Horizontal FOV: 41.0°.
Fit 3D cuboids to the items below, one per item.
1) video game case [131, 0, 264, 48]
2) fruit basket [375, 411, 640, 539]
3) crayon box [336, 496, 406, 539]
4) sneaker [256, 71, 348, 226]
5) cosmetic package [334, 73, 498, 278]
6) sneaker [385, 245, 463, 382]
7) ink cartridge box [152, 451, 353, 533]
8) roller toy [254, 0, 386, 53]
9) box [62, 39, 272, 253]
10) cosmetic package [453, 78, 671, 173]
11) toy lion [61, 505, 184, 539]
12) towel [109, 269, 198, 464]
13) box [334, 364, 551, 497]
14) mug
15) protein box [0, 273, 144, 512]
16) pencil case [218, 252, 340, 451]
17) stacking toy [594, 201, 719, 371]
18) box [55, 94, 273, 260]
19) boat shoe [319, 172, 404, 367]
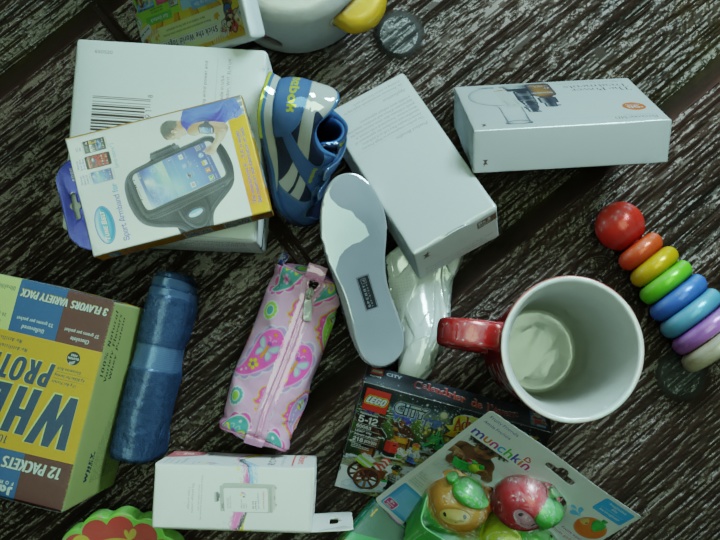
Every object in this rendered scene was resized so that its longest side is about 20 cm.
[{"bbox_3d":[-0.185,-0.315,1.004,0.023,0.200,0.183,-22,104,-41],"label":"video game case"},{"bbox_3d":[0.137,0.240,0.944,0.185,0.200,0.094,36,44,-10],"label":"fruit basket"},{"bbox_3d":[-0.006,0.356,1.020,0.119,0.058,0.200,41,85,2],"label":"crayon box"},{"bbox_3d":[-0.052,-0.116,0.997,0.082,0.200,0.074,2,54,8],"label":"sneaker"},{"bbox_3d":[0.054,-0.102,1.022,0.101,0.074,0.200,-28,65,-3],"label":"cosmetic package"},{"bbox_3d":[0.054,0.026,1.050,0.099,0.078,0.201,11,76,7],"label":"sneaker"},{"bbox_3d":[-0.106,0.228,1.001,0.199,0.116,0.068,3,86,-2],"label":"ink cartridge box"},{"bbox_3d":[-0.074,-0.337,1.040,0.182,0.140,0.201,-12,86,-2],"label":"roller toy"},{"bbox_3d":[-0.195,-0.125,1.023,0.199,0.131,0.200,3,86,-1],"label":"box"},{"bbox_3d":[0.207,-0.157,1.023,0.199,0.151,0.052,-4,119,-2],"label":"cosmetic package"},{"bbox_3d":[-0.230,0.350,1.003,0.199,0.069,0.192,21,92,0],"label":"toy lion"},{"bbox_3d":[-0.212,0.102,1.012,0.048,0.112,0.201,13,85,-1],"label":"towel"},{"bbox_3d":[0.084,0.190,1.016,0.199,0.038,0.137,15,115,0],"label":"box"},{"bbox_3d":[0.176,0.067,0.978,0.177,0.200,0.134,37,86,3],"label":"mug"},{"bbox_3d":[-0.310,0.116,0.965,0.134,0.200,0.199,13,85,0],"label":"protein box"},{"bbox_3d":[-0.082,0.089,1.030,0.087,0.087,0.201,21,86,1],"label":"pencil case"},{"bbox_3d":[0.331,0.009,1.054,0.085,0.085,0.200,-36,80,-4],"label":"stacking toy"},{"bbox_3d":[-0.195,-0.087,0.935,0.199,0.041,0.119,-15,86,-5],"label":"box"},{"bbox_3d":[0.000,0.000,0.997,0.070,0.066,0.201,-17,95,-11],"label":"boat shoe"}]
